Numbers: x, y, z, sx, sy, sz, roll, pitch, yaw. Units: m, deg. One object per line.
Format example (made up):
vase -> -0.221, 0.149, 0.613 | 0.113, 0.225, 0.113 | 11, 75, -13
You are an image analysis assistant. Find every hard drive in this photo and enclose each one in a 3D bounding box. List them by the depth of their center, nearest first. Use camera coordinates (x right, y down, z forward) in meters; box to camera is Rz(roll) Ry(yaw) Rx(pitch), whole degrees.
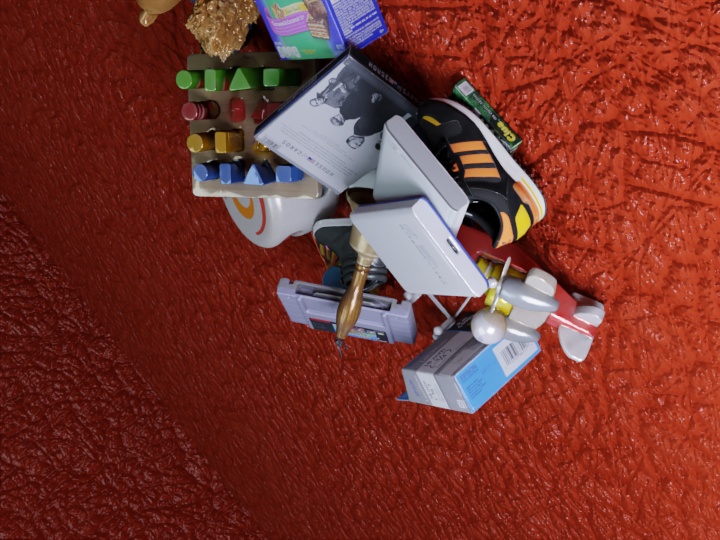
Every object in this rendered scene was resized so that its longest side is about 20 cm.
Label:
hard drive -> 0.067, -0.086, 1.351 | 0.132, 0.026, 0.200 | 52, 166, 13
hard drive -> 0.067, -0.027, 1.371 | 0.132, 0.025, 0.200 | 52, 164, -14

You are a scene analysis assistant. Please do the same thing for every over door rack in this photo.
over door rack -> 0.093, 0.010, 1.625 | 0.148, 0.066, 0.200 | 49, 155, 9

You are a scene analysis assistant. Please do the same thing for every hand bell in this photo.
hand bell -> 0.000, 0.000, 1.537 | 0.104, 0.103, 0.202 | 34, 116, 35

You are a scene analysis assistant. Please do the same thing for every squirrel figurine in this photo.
squirrel figurine -> -0.213, -0.381, 1.498 | 0.200, 0.187, 0.141 | 47, 131, -11

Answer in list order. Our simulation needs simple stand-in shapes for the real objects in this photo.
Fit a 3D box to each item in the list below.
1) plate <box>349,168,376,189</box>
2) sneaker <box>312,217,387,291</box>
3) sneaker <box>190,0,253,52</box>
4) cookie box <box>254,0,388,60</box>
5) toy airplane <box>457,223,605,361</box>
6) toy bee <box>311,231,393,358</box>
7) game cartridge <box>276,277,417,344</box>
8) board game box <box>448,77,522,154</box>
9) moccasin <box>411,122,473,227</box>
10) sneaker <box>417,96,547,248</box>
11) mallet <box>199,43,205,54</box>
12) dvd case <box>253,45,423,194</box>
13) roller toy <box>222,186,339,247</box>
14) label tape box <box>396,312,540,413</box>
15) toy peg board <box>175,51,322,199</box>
plate -> -0.004, -0.178, 1.574 | 0.201, 0.032, 0.200 | 61, 159, -8
sneaker -> -0.020, -0.021, 1.645 | 0.199, 0.070, 0.101 | -2, 81, 61
sneaker -> -0.213, -0.407, 1.645 | 0.078, 0.075, 0.201 | 1, 131, 49
cookie box -> -0.074, -0.372, 1.422 | 0.170, 0.075, 0.202 | 13, 133, 54
toy airplane -> 0.198, 0.043, 1.388 | 0.199, 0.141, 0.201 | 30, 160, 55
toy bee -> -0.006, 0.017, 1.796 | 0.131, 0.107, 0.203 | -104, 0, -73
game cartridge -> -0.017, 0.064, 1.676 | 0.197, 0.039, 0.130 | 10, 155, 12
board game box -> 0.129, -0.144, 1.420 | 0.105, 0.023, 0.200 | 51, 155, 13
moccasin -> 0.087, -0.096, 1.446 | 0.080, 0.068, 0.202 | 21, 142, 49
sneaker -> 0.124, -0.115, 1.328 | 0.200, 0.090, 0.070 | 47, 155, 9
mallet -> -0.214, -0.225, 1.649 | 0.066, 0.041, 0.203 | 34, 129, 51
dvd case -> -0.021, -0.186, 1.454 | 0.149, 0.025, 0.199 | 33, 137, -27
roller toy -> -0.122, -0.138, 1.726 | 0.183, 0.138, 0.202 | 48, 148, 30
label tape box -> 0.136, 0.125, 1.600 | 0.199, 0.144, 0.064 | -1, 123, 60
toy peg board -> -0.163, -0.198, 1.565 | 0.197, 0.098, 0.203 | 3, 100, 20
